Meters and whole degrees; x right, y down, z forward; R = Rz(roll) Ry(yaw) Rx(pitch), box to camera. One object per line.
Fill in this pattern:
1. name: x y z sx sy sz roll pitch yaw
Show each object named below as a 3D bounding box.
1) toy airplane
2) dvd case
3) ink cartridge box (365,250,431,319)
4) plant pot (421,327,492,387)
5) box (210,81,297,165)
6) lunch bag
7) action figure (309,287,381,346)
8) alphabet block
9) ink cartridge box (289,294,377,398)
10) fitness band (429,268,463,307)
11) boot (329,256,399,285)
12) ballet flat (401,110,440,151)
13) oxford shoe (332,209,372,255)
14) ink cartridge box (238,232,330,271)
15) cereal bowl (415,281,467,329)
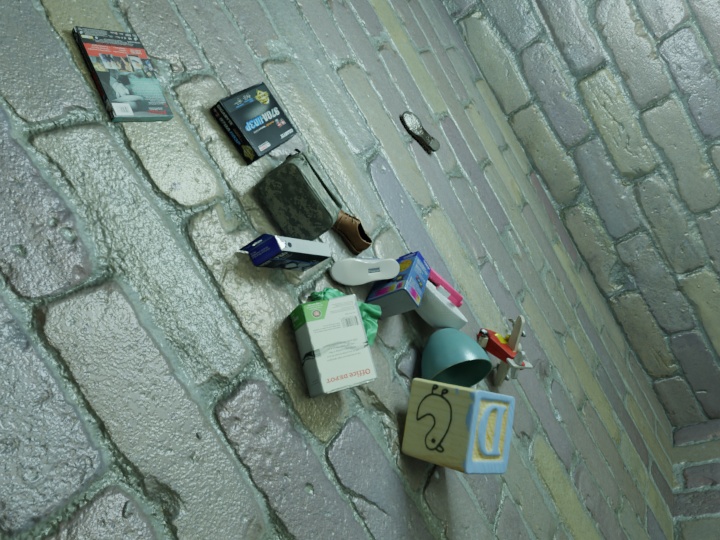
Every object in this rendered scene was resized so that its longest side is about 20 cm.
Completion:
1. toy airplane: 0.487 0.264 1.790 0.140 0.199 0.202 -2 71 -38
2. dvd case: -0.490 -0.405 1.135 0.145 0.022 0.202 -24 87 -54
3. ink cartridge box: 0.112 0.031 1.518 0.077 0.135 0.201 53 37 -21
4. plant pot: 0.252 0.243 1.533 0.199 0.200 0.136 21 39 -42
5. box: -0.263 -0.374 1.375 0.160 0.046 0.200 55 37 -12
6. lunch bag: -0.141 -0.187 1.348 0.201 0.138 0.168 54 21 -13
7. action figure: -0.042 0.099 1.358 0.199 0.054 0.119 32 48 -27
8. alphabet block: 0.247 0.389 1.374 0.195 0.198 0.199 22 74 -43
9. ink cartridge box: -0.062 0.170 1.231 0.145 0.083 0.203 -7 74 -30
10. fitness band: 0.252 0.040 1.711 0.199 0.037 0.144 39 9 -33
11. boot: 0.000 0.000 1.466 0.197 0.090 0.074 0 93 -24
12. ballet flat: 0.224 -0.524 2.075 0.199 0.046 0.068 38 74 -23
13. oxford shoe: -0.040 -0.136 1.489 0.200 0.071 0.072 47 41 -19
14. ink cartridge box: -0.169 -0.038 1.245 0.198 0.099 0.040 7 64 -48
15. cereal bowl: 0.218 0.111 1.615 0.200 0.084 0.200 41 8 -7
